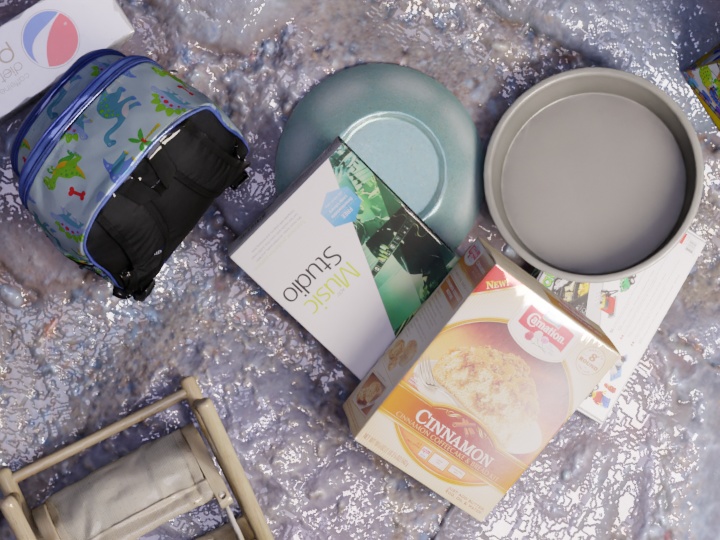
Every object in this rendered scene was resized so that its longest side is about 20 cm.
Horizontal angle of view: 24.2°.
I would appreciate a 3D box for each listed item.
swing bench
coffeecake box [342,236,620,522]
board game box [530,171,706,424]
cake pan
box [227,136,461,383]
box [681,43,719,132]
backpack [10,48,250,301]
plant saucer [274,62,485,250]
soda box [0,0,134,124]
[{"bbox_3d":[-0.186,0.231,1.466,0.198,0.130,0.201,-26,101,-9],"label":"swing bench"},{"bbox_3d":[0.107,0.098,1.499,0.153,0.073,0.200,34,101,-20],"label":"coffeecake box"},{"bbox_3d":[0.221,0.026,1.577,0.126,0.035,0.201,32,86,-8],"label":"board game box"},{"bbox_3d":[0.213,-0.085,1.540,0.199,0.037,0.202,-2,80,9],"label":"cake pan"},{"bbox_3d":[0.000,0.000,1.508,0.144,0.036,0.200,-45,108,7],"label":"box"},{"bbox_3d":[0.433,-0.197,1.530,0.200,0.193,0.122,-36,97,-8],"label":"box"},{"bbox_3d":[-0.204,-0.093,1.416,0.147,0.200,0.183,39,86,11],"label":"backpack"},{"bbox_3d":[0.023,-0.090,1.537,0.199,0.039,0.203,0,92,-10],"label":"plant saucer"},{"bbox_3d":[-0.297,-0.180,1.466,0.199,0.064,0.068,-34,97,-7],"label":"soda box"}]
